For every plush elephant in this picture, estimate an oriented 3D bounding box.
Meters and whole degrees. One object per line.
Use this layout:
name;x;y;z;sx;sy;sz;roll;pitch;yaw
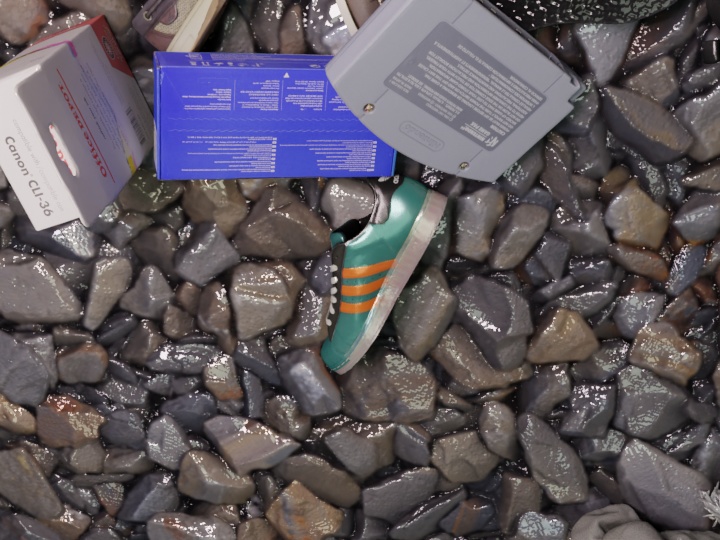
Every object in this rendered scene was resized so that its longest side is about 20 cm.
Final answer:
plush elephant;0.304;0.314;0.949;0.154;0.165;0.201;5;90;-14

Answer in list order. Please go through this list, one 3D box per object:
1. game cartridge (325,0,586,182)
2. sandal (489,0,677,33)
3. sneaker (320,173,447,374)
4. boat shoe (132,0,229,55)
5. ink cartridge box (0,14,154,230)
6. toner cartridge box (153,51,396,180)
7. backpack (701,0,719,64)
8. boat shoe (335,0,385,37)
game cartridge;0.073;-0.145;0.740;0.200;0.041;0.133;24;120;-41
sandal;0.159;-0.226;0.744;0.199;0.045;0.075;-8;112;24
sneaker;0.000;0.000;0.854;0.080;0.071;0.200;26;111;-5
boat shoe;-0.118;-0.250;0.725;0.065;0.072;0.200;28;124;-13
ink cartridge box;-0.231;-0.113;0.731;0.067;0.200;0.117;-17;115;12
toner cartridge box;-0.067;-0.126;0.769;0.199;0.043;0.095;-2;120;-17
backpack;0.373;-0.202;0.678;0.190;0.154;0.200;34;121;-5
boat shoe;0.007;-0.243;0.695;0.059;0.072;0.200;-10;122;24
